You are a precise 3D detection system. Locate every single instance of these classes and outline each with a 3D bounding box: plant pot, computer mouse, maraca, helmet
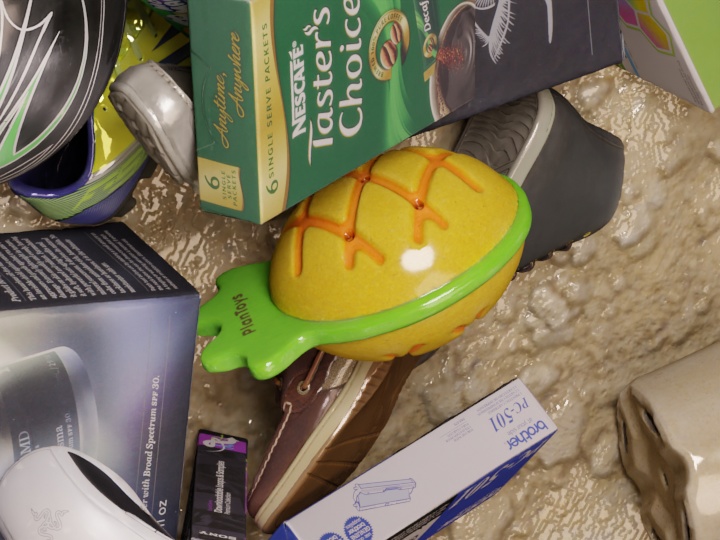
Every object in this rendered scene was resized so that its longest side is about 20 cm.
[{"bbox_3d":[0.272,0.110,1.767,0.183,0.201,0.201,-16,119,-11],"label":"plant pot"},{"bbox_3d":[-0.114,0.176,1.437,0.200,0.044,0.110,41,102,-7],"label":"computer mouse"},{"bbox_3d":[0.000,0.000,1.497,0.199,0.137,0.107,-24,116,-1],"label":"maraca"},{"bbox_3d":[-0.211,-0.132,1.370,0.199,0.200,0.192,12,88,-34],"label":"helmet"}]

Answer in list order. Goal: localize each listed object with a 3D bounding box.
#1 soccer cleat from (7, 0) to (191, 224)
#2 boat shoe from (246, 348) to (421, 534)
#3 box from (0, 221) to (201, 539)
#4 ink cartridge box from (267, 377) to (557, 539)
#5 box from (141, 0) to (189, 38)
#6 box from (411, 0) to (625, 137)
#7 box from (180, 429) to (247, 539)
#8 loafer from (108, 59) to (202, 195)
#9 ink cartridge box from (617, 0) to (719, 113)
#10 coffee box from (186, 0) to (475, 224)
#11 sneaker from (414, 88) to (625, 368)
[{"bbox_3d":[-0.128,-0.116,1.486,0.084,0.065,0.201,12,108,-50],"label":"soccer cleat"},{"bbox_3d":[-0.017,0.057,1.595,0.201,0.072,0.072,-60,159,8],"label":"boat shoe"},{"bbox_3d":[-0.206,0.091,1.502,0.197,0.123,0.201,-5,113,-27],"label":"box"},{"bbox_3d":[0.022,0.142,1.647,0.200,0.044,0.094,-30,166,-35],"label":"ink cartridge box"},{"bbox_3d":[-0.090,-0.190,1.360,0.200,0.048,0.118,39,53,-74],"label":"box"},{"bbox_3d":[0.037,-0.169,1.541,0.199,0.104,0.149,-19,119,-23],"label":"box"},{"bbox_3d":[-0.091,0.189,1.564,0.036,0.200,0.144,10,104,-3],"label":"box"},{"bbox_3d":[-0.080,-0.082,1.431,0.070,0.200,0.070,-40,82,3],"label":"loafer"},{"bbox_3d":[0.203,-0.165,1.582,0.076,0.200,0.148,-38,125,-10],"label":"ink cartridge box"},{"bbox_3d":[-0.010,-0.114,1.397,0.200,0.044,0.124,-31,128,-48],"label":"coffee box"},{"bbox_3d":[0.085,-0.011,1.659,0.106,0.075,0.201,25,101,-43],"label":"sneaker"}]
